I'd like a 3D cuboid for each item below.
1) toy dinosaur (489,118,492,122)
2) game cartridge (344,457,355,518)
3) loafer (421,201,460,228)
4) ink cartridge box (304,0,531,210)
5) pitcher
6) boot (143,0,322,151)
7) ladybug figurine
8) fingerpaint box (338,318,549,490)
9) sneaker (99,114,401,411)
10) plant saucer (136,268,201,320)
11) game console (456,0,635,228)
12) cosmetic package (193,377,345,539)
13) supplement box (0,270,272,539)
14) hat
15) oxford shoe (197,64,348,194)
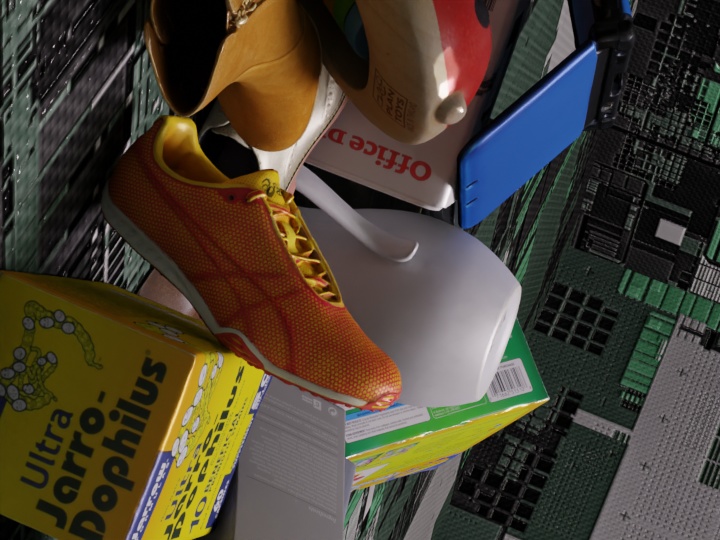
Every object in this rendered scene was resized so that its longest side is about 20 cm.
[{"bbox_3d":[0.042,-0.077,1.818,0.182,0.105,0.200,-45,173,-20],"label":"toy dinosaur"},{"bbox_3d":[-0.068,0.215,1.421,0.201,0.041,0.133,-57,-175,27],"label":"game cartridge"},{"bbox_3d":[0.064,-0.061,1.654,0.201,0.070,0.068,-90,-162,-51],"label":"loafer"},{"bbox_3d":[0.025,-0.158,1.346,0.084,0.144,0.202,-36,146,-75],"label":"ink cartridge box"},{"bbox_3d":[0.000,0.000,1.393,0.172,0.198,0.122,91,22,-60],"label":"pitcher"},{"bbox_3d":[-0.071,-0.114,1.113,0.144,0.070,0.203,-68,161,-50],"label":"boot"},{"bbox_3d":[0.012,-0.155,1.165,0.071,0.201,0.136,-22,151,-17],"label":"ladybug figurine"},{"bbox_3d":[0.010,0.111,1.594,0.199,0.074,0.167,-13,165,-35],"label":"fingerpaint box"},{"bbox_3d":[-0.052,-0.005,1.098,0.077,0.200,0.073,-53,163,16],"label":"sneaker"},{"bbox_3d":[-0.129,0.080,1.350,0.200,0.032,0.202,20,90,-80],"label":"plant saucer"},{"bbox_3d":[0.104,-0.136,1.344,0.200,0.117,0.172,80,1,-78],"label":"game console"},{"bbox_3d":[-0.069,0.167,1.248,0.107,0.090,0.201,-44,-151,35],"label":"cosmetic package"},{"bbox_3d":[-0.126,0.073,1.110,0.200,0.109,0.110,11,100,-80],"label":"supplement box"},{"bbox_3d":[-0.014,-0.035,1.590,0.201,0.080,0.202,-161,-90,-81],"label":"hat"},{"bbox_3d":[-0.053,-0.097,1.277,0.074,0.070,0.202,-22,133,-73],"label":"oxford shoe"}]
